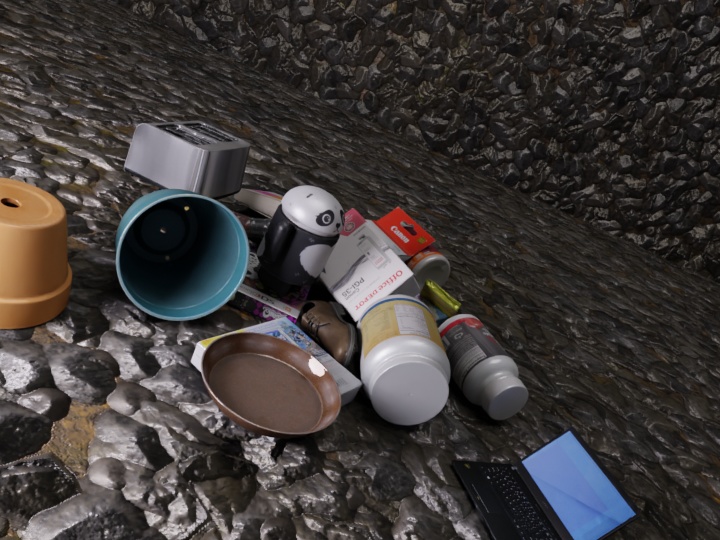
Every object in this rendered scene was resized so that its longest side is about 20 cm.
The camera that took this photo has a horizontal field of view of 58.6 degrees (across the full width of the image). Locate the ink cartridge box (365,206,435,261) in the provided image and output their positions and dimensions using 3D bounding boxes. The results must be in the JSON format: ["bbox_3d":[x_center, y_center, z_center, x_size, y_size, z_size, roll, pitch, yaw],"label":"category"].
[{"bbox_3d":[0.047,-0.072,1.486,0.162,0.200,0.050,47,-14,40],"label":"ink cartridge box"}]

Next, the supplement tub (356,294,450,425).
[{"bbox_3d":[0.070,0.145,1.070,0.144,0.145,0.200,20,24,-14],"label":"supplement tub"}]

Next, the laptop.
[{"bbox_3d":[0.271,0.323,0.955,0.200,0.103,0.177,13,26,-28],"label":"laptop"}]

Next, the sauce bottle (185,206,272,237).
[{"bbox_3d":[-0.270,-0.087,1.248,0.200,0.066,0.066,5,27,-8],"label":"sauce bottle"}]

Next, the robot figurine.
[{"bbox_3d":[-0.107,-0.052,1.143,0.125,0.200,0.150,22,23,-17],"label":"robot figurine"}]

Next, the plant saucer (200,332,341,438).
[{"bbox_3d":[-0.123,0.159,0.873,0.200,0.035,0.200,21,25,-10],"label":"plant saucer"}]

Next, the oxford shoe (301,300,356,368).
[{"bbox_3d":[-0.061,0.110,1.113,0.084,0.073,0.200,14,14,-22],"label":"oxford shoe"}]

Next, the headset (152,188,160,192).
[{"bbox_3d":[-0.352,-0.127,1.335,0.123,0.094,0.200,37,9,34],"label":"headset"}]

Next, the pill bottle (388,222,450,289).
[{"bbox_3d":[0.116,-0.038,1.548,0.114,0.114,0.200,6,30,-39],"label":"pill bottle"}]

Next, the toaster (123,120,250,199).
[{"bbox_3d":[-0.332,-0.216,1.273,0.200,0.119,0.181,26,23,15],"label":"toaster"}]

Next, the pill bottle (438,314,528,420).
[{"bbox_3d":[0.224,0.181,1.201,0.111,0.111,0.200,12,27,-31],"label":"pill bottle"}]

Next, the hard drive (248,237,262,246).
[{"bbox_3d":[-0.147,-0.059,1.371,0.140,0.038,0.200,31,14,20],"label":"hard drive"}]

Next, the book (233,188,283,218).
[{"bbox_3d":[-0.195,-0.156,1.509,0.133,0.048,0.200,24,10,14],"label":"book"}]

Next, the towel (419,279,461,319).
[{"bbox_3d":[0.161,0.068,1.337,0.086,0.018,0.200,43,-10,9],"label":"towel"}]

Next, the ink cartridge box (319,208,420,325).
[{"bbox_3d":[0.000,0.000,1.256,0.200,0.146,0.083,49,-4,28],"label":"ink cartridge box"}]

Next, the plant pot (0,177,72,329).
[{"bbox_3d":[-0.489,-0.034,0.876,0.200,0.140,0.200,23,23,-10],"label":"plant pot"}]

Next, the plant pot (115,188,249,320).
[{"bbox_3d":[-0.306,-0.044,1.047,0.200,0.200,0.188,11,12,-32],"label":"plant pot"}]

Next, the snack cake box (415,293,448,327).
[{"bbox_3d":[0.067,0.071,1.326,0.200,0.067,0.115,38,27,26],"label":"snack cake box"}]

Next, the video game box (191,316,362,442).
[{"bbox_3d":[-0.123,0.156,0.974,0.182,0.047,0.200,40,27,23],"label":"video game box"}]

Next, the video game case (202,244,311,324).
[{"bbox_3d":[-0.187,0.021,1.207,0.181,0.036,0.200,26,23,-4],"label":"video game case"}]
